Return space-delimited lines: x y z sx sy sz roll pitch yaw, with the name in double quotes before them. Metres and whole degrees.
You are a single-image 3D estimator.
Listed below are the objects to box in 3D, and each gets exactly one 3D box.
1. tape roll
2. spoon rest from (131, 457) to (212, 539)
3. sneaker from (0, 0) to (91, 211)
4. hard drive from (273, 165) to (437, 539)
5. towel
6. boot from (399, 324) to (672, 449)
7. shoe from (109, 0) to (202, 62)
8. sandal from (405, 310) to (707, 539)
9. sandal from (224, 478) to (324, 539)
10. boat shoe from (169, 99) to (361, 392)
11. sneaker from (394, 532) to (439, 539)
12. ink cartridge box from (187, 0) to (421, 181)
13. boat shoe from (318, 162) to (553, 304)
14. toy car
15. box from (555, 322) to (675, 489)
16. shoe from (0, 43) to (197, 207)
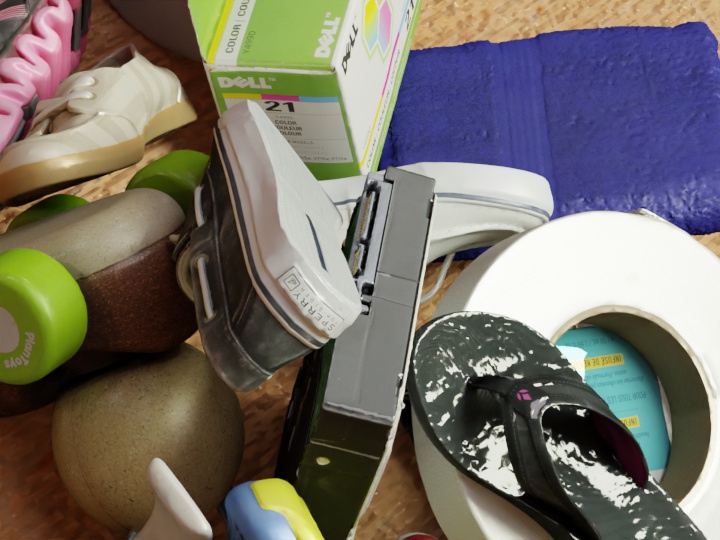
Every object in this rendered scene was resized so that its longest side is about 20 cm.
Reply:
"tape roll" 0.119 0.071 1.117 0.202 0.037 0.204 6 76 -26
"spoon rest" -0.146 0.161 0.975 0.200 0.061 0.099 -37 69 -3
"sneaker" -0.193 -0.118 1.181 0.095 0.079 0.200 16 46 3
"hard drive" -0.010 0.065 1.068 0.038 0.200 0.140 14 51 -4
"towel" 0.103 -0.066 1.269 0.199 0.050 0.148 -6 52 4
"boot" 0.091 0.050 1.229 0.174 0.069 0.201 -12 67 -36
"shoe" -0.121 -0.206 1.275 0.200 0.072 0.091 42 53 7
"sandal" 0.103 0.090 1.056 0.200 0.048 0.075 45 64 -14
"sandal" -0.044 0.183 1.000 0.087 0.201 0.080 -9 25 -12
"boat shoe" -0.051 -0.014 0.998 0.072 0.071 0.200 49 10 -20
"sneaker" 0.077 0.198 1.088 0.071 0.113 0.201 -8 63 -35
"ink cartridge box" -0.031 -0.158 1.203 0.075 0.200 0.148 4 53 14
"boat shoe" -0.001 -0.001 1.171 0.201 0.075 0.086 -4 73 1
"toy car" -0.116 0.071 1.070 0.164 0.157 0.201 -37 106 -54
"box" 0.116 0.130 1.154 0.082 0.049 0.201 -7 83 -29
"shoe" -0.135 -0.073 1.136 0.200 0.070 0.054 -47 116 -73
